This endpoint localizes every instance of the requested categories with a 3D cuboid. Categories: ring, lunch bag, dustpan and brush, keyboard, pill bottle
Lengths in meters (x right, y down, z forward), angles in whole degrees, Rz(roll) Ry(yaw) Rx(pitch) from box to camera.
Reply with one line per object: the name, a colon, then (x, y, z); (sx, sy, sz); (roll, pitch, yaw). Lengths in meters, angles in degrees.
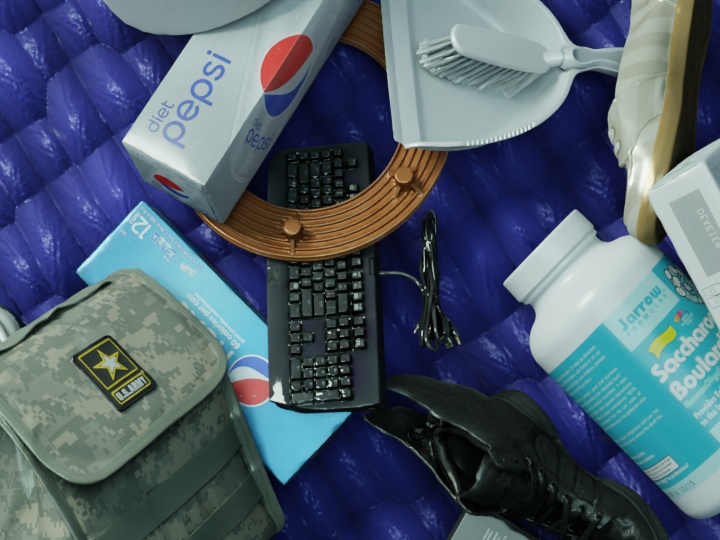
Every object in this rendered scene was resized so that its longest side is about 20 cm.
ring: (-0.035, -0.103, 0.977); (0.197, 0.019, 0.203); (-3, 68, 6)
lunch bag: (-0.153, 0.114, 0.876); (0.116, 0.164, 0.202); (-8, 109, 36)
dustpan and brush: (0.116, -0.143, 0.977); (0.197, 0.057, 0.142); (6, 68, -28)
keyboard: (0.000, 0.000, 0.951); (0.125, 0.021, 0.203); (-2, 60, -1)
pill bottle: (0.187, 0.055, 0.935); (0.200, 0.111, 0.111); (45, 88, 5)

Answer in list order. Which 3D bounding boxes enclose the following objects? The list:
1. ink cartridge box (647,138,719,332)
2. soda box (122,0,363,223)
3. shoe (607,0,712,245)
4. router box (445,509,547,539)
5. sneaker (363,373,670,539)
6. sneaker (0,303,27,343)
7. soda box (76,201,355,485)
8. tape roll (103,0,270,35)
ink cartridge box: (0.267, -0.014, 0.915); (0.050, 0.200, 0.162); (-28, 92, 33)
soda box: (-0.072, -0.137, 0.949); (0.068, 0.064, 0.201); (27, 74, 16)
shoe: (0.192, -0.107, 0.945); (0.053, 0.070, 0.202); (4, 62, 23)
router box: (0.091, 0.277, 0.948); (0.156, 0.052, 0.202); (31, 87, 5)
sneaker: (0.101, 0.137, 0.919); (0.200, 0.103, 0.060); (46, 123, 28)
sneaker: (-0.260, 0.119, 0.928); (0.079, 0.146, 0.203); (8, 84, 3)
soda box: (-0.096, 0.049, 0.970); (0.068, 0.064, 0.200); (-45, 85, -2)
tape roll: (-0.106, -0.257, 0.946); (0.200, 0.071, 0.205); (-13, 55, 20)
